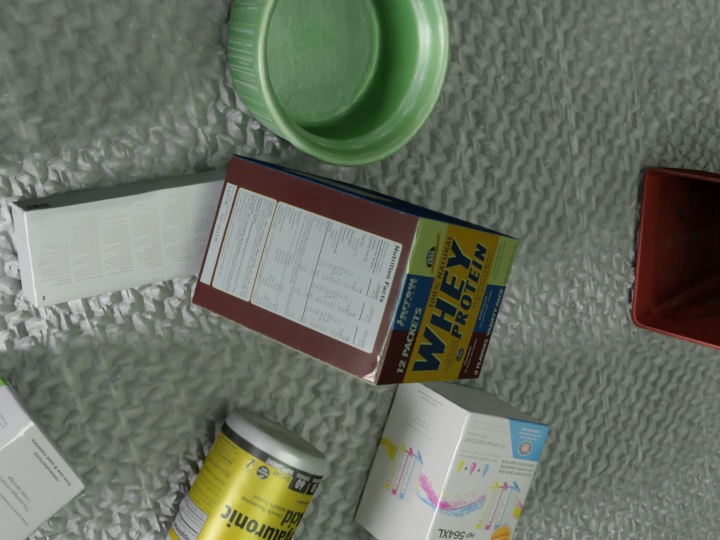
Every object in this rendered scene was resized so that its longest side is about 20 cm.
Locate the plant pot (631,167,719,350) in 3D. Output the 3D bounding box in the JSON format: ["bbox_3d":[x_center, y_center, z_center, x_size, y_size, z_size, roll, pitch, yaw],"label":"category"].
[{"bbox_3d":[0.472,-0.023,1.276,0.175,0.198,0.204,-14,112,-42],"label":"plant pot"}]

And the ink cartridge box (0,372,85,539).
[{"bbox_3d":[-0.337,0.180,0.816,0.199,0.145,0.085,-40,123,-17],"label":"ink cartridge box"}]

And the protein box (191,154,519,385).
[{"bbox_3d":[0.000,0.000,0.917,0.198,0.198,0.137,7,102,-59],"label":"protein box"}]

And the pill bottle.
[{"bbox_3d":[-0.121,0.247,1.001,0.111,0.111,0.202,28,88,-36],"label":"pill bottle"}]

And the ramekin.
[{"bbox_3d":[-0.025,-0.202,0.940,0.197,0.097,0.204,-10,109,-30],"label":"ramekin"}]

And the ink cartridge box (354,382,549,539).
[{"bbox_3d":[0.095,0.235,1.132,0.127,0.125,0.203,14,95,-35],"label":"ink cartridge box"}]

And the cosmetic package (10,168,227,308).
[{"bbox_3d":[-0.196,-0.032,0.905,0.197,0.050,0.084,-12,109,-31],"label":"cosmetic package"}]
